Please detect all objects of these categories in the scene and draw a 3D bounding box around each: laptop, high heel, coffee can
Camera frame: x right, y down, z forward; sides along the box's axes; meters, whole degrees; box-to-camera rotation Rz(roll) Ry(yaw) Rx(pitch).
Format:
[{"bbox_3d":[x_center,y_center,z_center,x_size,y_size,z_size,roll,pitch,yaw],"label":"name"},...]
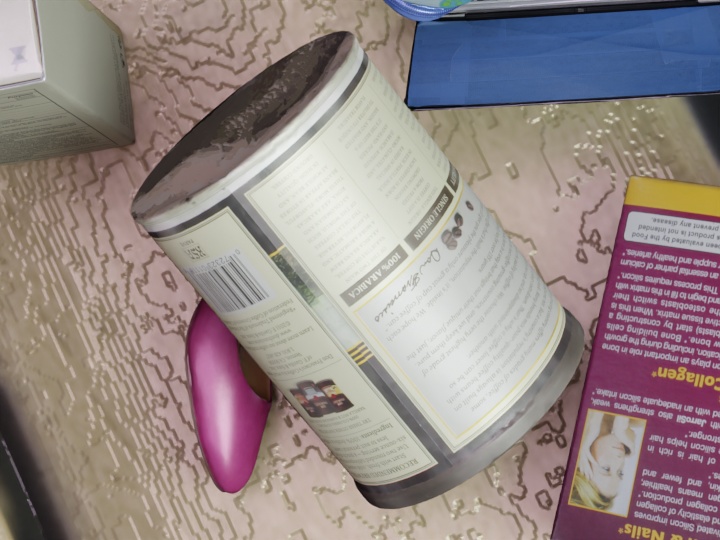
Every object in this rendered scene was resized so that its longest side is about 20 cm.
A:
[{"bbox_3d":[0.117,-0.179,1.226,0.186,0.116,0.201,-2,83,6],"label":"laptop"},{"bbox_3d":[-0.042,0.021,1.242,0.096,0.067,0.201,-3,80,17],"label":"high heel"},{"bbox_3d":[0.000,0.000,1.166,0.146,0.146,0.200,-38,107,1],"label":"coffee can"}]

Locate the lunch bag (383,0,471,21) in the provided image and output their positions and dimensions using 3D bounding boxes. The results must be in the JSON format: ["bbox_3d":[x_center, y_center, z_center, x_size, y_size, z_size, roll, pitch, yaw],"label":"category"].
[{"bbox_3d":[0.024,-0.242,1.187,0.200,0.082,0.161,47,69,1],"label":"lunch bag"}]

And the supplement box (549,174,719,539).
[{"bbox_3d":[0.194,0.063,1.175,0.130,0.103,0.201,11,84,32],"label":"supplement box"}]

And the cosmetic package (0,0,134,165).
[{"bbox_3d":[-0.194,-0.109,1.211,0.103,0.200,0.074,-8,83,5],"label":"cosmetic package"}]
